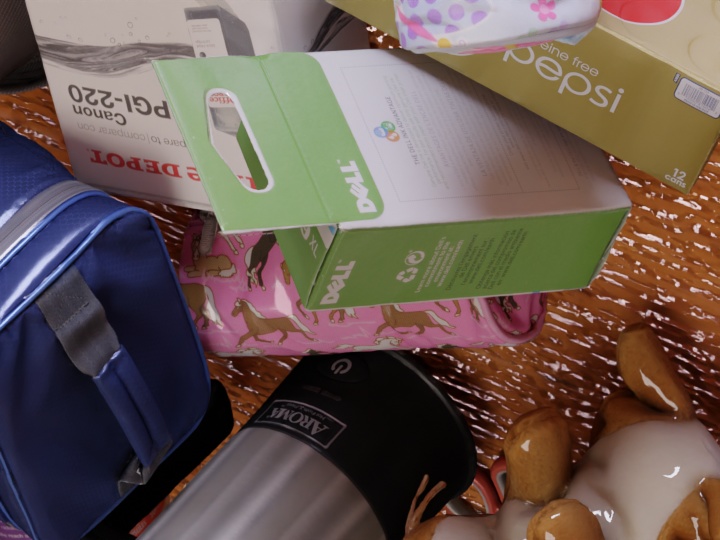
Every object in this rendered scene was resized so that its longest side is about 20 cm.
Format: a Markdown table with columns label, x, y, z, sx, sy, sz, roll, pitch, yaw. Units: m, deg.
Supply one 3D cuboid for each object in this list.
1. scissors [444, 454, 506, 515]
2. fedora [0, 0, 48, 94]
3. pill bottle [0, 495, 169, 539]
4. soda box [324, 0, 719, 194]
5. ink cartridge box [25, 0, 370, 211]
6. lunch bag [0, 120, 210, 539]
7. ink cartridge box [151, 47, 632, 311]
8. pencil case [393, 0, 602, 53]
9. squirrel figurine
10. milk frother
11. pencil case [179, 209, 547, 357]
| label | x | y | z | sx | sy | sz | roll | pitch | yaw |
| --- | --- | --- | --- | --- | --- | --- | --- | --- | --- |
| scissors | 0.090 | 0.181 | 1.328 | 0.073 | 0.014 | 0.201 | 3 | 127 | 28 |
| fedora | -0.232 | -0.156 | 1.177 | 0.176 | 0.090 | 0.201 | -19 | 115 | 41 |
| pill bottle | -0.189 | 0.077 | 1.341 | 0.111 | 0.112 | 0.201 | 3 | 129 | 30 |
| soda box | 0.078 | -0.119 | 1.032 | 0.199 | 0.068 | 0.064 | 29 | 137 | 6 |
| ink cartridge box | -0.080 | -0.129 | 1.112 | 0.145 | 0.085 | 0.201 | 10 | 134 | 26 |
| lunch bag | -0.160 | 0.043 | 1.169 | 0.132 | 0.136 | 0.201 | 31 | 154 | 33 |
| ink cartridge box | 0.008 | -0.042 | 1.038 | 0.104 | 0.198 | 0.059 | 67 | 148 | 33 |
| pencil case | 0.044 | -0.186 | 0.937 | 0.083 | 0.090 | 0.202 | 7 | 108 | 55 |
| squirrel figurine | 0.105 | 0.153 | 1.169 | 0.186 | 0.142 | 0.200 | -29 | 147 | 1 |
| milk frother | -0.039 | 0.166 | 1.265 | 0.180 | 0.188 | 0.201 | 1 | 127 | 47 |
| pencil case | 0.000 | 0.000 | 1.179 | 0.199 | 0.086 | 0.084 | -2 | 84 | 33 |
